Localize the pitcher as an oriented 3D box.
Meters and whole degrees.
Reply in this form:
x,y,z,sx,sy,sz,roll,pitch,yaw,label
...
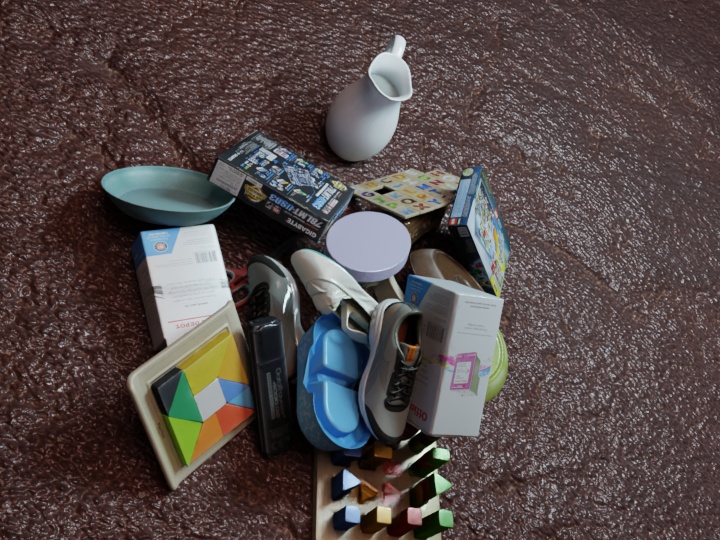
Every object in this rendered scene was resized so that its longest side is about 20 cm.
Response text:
x,y,z,sx,sy,sz,roll,pitch,yaw,label
0.021,-0.300,1.538,0.120,0.200,0.173,24,53,-12,pitcher

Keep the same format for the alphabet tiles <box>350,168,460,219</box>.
x,y,z,sx,sy,sz,roll,pitch,yaw,label
0.098,-0.141,1.540,0.199,0.008,0.167,-20,32,-34,alphabet tiles

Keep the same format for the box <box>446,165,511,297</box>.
x,y,z,sx,sy,sz,roll,pitch,yaw,label
0.209,-0.060,1.519,0.201,0.037,0.137,61,36,-42,box

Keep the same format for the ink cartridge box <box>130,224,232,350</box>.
x,y,z,sx,sy,sz,roll,pitch,yaw,label
-0.250,0.043,1.269,0.115,0.068,0.202,-8,75,-30,ink cartridge box

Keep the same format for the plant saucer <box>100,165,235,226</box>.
x,y,z,sx,sy,sz,roll,pitch,yaw,label
-0.288,-0.109,1.319,0.198,0.036,0.200,10,22,-4,plant saucer

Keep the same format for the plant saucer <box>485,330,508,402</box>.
x,y,z,sx,sy,sz,roll,pitch,yaw,label
0.169,0.126,1.472,0.198,0.031,0.202,13,56,-21,plant saucer

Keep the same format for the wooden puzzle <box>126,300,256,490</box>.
x,y,z,sx,sy,sz,roll,pitch,yaw,label
-0.207,0.167,1.175,0.200,0.037,0.187,-42,129,-39,wooden puzzle

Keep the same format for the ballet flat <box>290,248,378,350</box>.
x,y,z,sx,sy,sz,roll,pitch,yaw,label
-0.023,0.048,1.244,0.200,0.069,0.070,41,49,-24,ballet flat

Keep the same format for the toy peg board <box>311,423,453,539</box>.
x,y,z,sx,sy,sz,roll,pitch,yaw,label
0.040,0.293,1.264,0.197,0.098,0.202,13,57,-21,toy peg board

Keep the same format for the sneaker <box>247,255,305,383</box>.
x,y,z,sx,sy,sz,roll,pitch,yaw,label
-0.131,0.069,1.297,0.079,0.074,0.202,4,62,-49,sneaker

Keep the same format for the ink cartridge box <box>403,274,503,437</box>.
x,y,z,sx,sy,sz,roll,pitch,yaw,label
0.115,0.121,1.252,0.084,0.144,0.202,8,96,-26,ink cartridge box

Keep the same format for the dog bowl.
x,y,z,sx,sy,sz,roll,pitch,yaw,label
-0.040,0.160,1.237,0.111,0.049,0.202,26,49,-37,dog bowl

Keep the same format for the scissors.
x,y,z,sx,sy,sz,roll,pitch,yaw,label
-0.156,0.002,1.389,0.199,0.014,0.073,-26,75,-37,scissors

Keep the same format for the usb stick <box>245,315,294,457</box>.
x,y,z,sx,sy,sz,roll,pitch,yaw,label
-0.125,0.162,1.224,0.055,0.032,0.202,-17,111,-35,usb stick

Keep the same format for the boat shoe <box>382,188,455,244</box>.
x,y,z,sx,sy,sz,roll,pitch,yaw,label
0.110,-0.099,1.559,0.199,0.072,0.069,-30,106,-43,boat shoe

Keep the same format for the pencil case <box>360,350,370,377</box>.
x,y,z,sx,sy,sz,roll,pitch,yaw,label
0.092,0.143,1.370,0.198,0.078,0.091,10,81,-8,pencil case

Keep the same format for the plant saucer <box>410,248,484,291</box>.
x,y,z,sx,sy,sz,roll,pitch,yaw,label
0.160,0.036,1.422,0.200,0.034,0.201,41,21,-19,plant saucer

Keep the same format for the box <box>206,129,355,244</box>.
x,y,z,sx,sy,sz,roll,pitch,yaw,label
-0.119,-0.137,1.399,0.197,0.050,0.200,32,23,-1,box

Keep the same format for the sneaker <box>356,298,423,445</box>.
x,y,z,sx,sy,sz,roll,pitch,yaw,label
0.047,0.140,1.213,0.073,0.079,0.203,8,85,-34,sneaker

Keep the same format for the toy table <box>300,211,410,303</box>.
x,y,z,sx,sy,sz,roll,pitch,yaw,label
0.000,0.000,1.371,0.183,0.118,0.200,26,33,18,toy table
